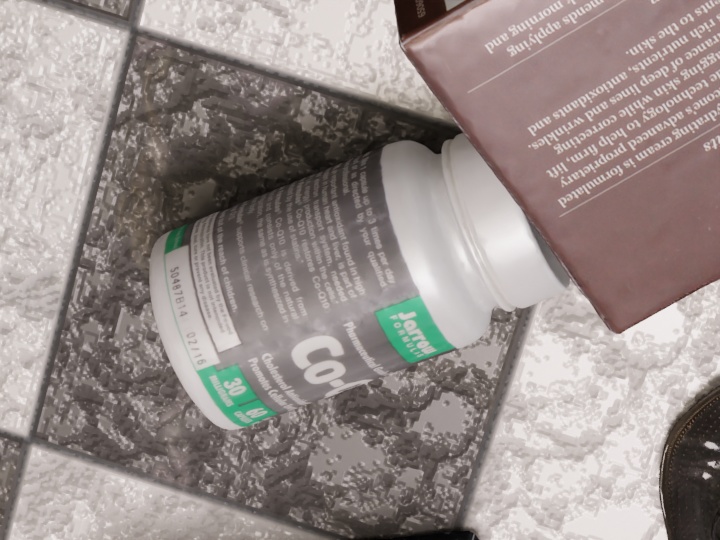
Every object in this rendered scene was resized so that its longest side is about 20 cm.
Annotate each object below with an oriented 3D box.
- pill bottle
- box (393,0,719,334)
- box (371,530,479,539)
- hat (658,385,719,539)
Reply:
[{"bbox_3d":[0.000,0.000,1.252,0.199,0.113,0.113,-21,104,14],"label":"pill bottle"},{"bbox_3d":[0.130,-0.117,1.141,0.166,0.164,0.200,-30,122,15],"label":"box"},{"bbox_3d":[-0.022,0.267,1.336,0.199,0.123,0.199,-7,108,10],"label":"box"},{"bbox_3d":[0.253,0.145,1.279,0.200,0.081,0.201,2,108,6],"label":"hat"}]
